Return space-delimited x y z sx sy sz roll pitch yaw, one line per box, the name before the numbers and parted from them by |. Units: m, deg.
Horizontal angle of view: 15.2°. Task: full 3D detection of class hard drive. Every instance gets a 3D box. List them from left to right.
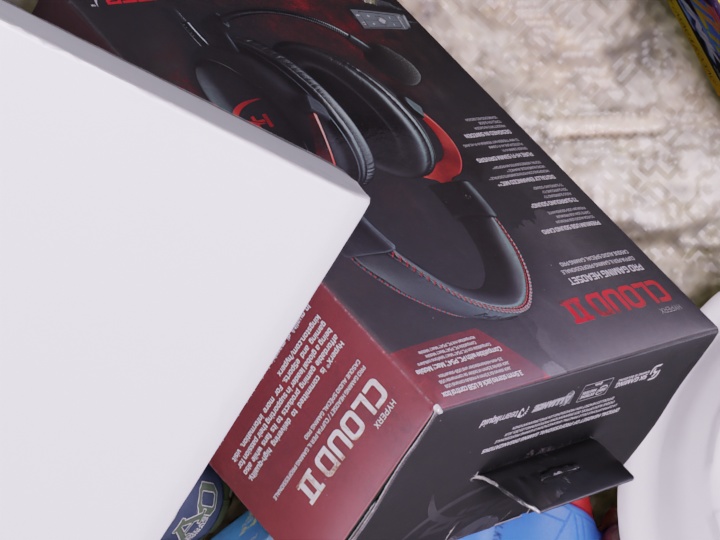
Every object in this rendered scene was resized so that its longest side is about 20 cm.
hard drive | -0.103 0.036 0.702 0.132 0.026 0.200 25 104 -29

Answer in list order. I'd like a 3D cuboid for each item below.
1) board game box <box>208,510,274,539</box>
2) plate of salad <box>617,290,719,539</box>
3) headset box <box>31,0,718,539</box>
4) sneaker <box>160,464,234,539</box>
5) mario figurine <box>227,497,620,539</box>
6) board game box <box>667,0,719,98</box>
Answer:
board game box | -0.039 0.172 0.839 0.151 0.037 0.200 44 118 -15
plate of salad | 0.180 0.076 0.838 0.199 0.048 0.200 -3 60 5
headset box | 0.000 0.000 0.806 0.200 0.148 0.075 48 123 23
sneaker | -0.129 0.031 0.790 0.200 0.090 0.067 23 92 -3
mario figurine | 0.044 0.109 0.879 0.200 0.106 0.124 23 89 -18
board game box | 0.171 -0.125 0.847 0.165 0.057 0.200 -39 133 -1
